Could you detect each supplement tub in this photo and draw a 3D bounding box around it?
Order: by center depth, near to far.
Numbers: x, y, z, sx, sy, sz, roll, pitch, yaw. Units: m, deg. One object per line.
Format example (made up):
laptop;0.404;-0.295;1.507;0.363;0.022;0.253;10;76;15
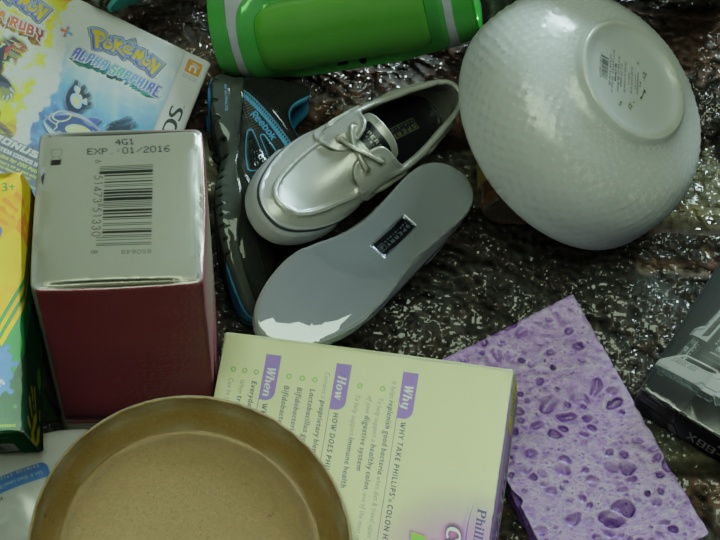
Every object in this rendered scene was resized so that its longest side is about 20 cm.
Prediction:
supplement tub;-0.189;0.217;1.106;0.132;0.132;0.200;-18;69;-9

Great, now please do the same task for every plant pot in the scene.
plant pot;-0.105;0.175;1.054;0.200;0.027;0.200;4;64;-8

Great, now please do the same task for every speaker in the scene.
speaker;-0.011;-0.198;1.291;0.200;0.088;0.089;-8;67;9

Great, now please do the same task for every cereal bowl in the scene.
cereal bowl;0.174;-0.120;1.235;0.200;0.083;0.200;14;63;-29

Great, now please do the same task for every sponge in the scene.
sponge;0.149;0.126;1.205;0.111;0.030;0.200;-24;70;-10

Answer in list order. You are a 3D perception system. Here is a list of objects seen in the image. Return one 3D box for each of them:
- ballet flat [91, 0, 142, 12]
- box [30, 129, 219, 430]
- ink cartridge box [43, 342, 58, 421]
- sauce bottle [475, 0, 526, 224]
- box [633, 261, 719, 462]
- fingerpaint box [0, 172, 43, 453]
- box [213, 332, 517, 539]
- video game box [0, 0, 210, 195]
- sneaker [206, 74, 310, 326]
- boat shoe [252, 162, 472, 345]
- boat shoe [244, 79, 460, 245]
ballet flat;-0.121;-0.254;1.292;0.200;0.067;0.064;-22;83;-25
box;-0.153;0.016;1.143;0.109;0.200;0.128;-3;55;-3
ink cartridge box;-0.314;0.048;1.165;0.200;0.145;0.084;0;71;-1
sauce bottle;0.115;-0.136;1.295;0.066;0.066;0.200;-3;68;-3
box;0.314;0.056;1.228;0.158;0.050;0.200;32;71;12
fingerpaint box;-0.302;0.031;1.055;0.200;0.073;0.167;-2;73;-2
box;-0.005;0.149;1.141;0.200;0.097;0.176;7;72;9
video game box;-0.232;-0.114;1.252;0.200;0.047;0.182;24;66;-15
sneaker;-0.069;-0.057;1.255;0.082;0.073;0.200;-2;69;-7
boat shoe;0.000;0.000;1.232;0.071;0.070;0.200;42;64;11
boat shoe;0.001;-0.085;1.236;0.200;0.066;0.072;-28;82;-36
